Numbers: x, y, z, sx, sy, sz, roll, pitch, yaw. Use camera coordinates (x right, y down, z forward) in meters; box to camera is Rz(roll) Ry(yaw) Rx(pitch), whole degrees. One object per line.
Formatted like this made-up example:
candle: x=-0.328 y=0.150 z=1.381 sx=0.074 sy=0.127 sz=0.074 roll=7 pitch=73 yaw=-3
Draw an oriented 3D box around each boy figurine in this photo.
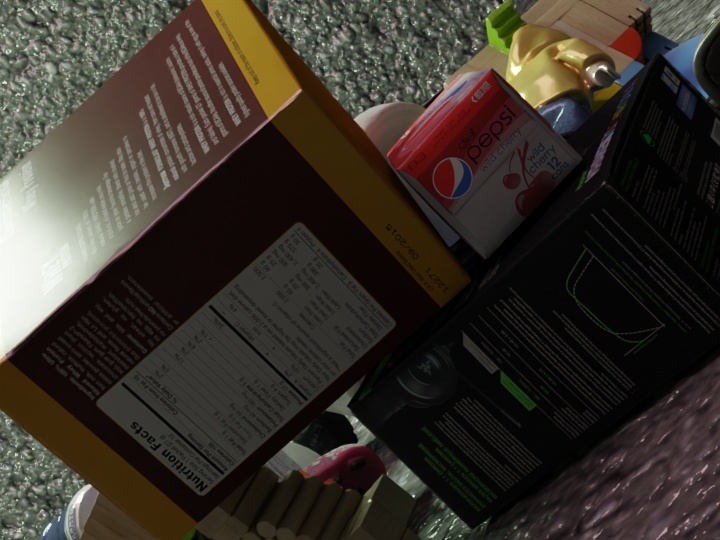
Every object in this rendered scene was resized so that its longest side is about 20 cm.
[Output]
boy figurine: x=0.120 y=-0.098 z=0.991 sx=0.124 sy=0.064 sz=0.201 roll=-46 pitch=19 yaw=25

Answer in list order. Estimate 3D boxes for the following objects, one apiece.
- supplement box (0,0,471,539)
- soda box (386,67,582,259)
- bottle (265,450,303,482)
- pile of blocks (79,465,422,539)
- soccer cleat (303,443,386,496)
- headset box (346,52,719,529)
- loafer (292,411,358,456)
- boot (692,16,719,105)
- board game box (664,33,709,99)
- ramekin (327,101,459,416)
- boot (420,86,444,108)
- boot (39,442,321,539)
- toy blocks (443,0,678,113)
supplement box: x=-0.084 y=-0.013 z=0.772 sx=0.200 sy=0.133 sz=0.198 roll=-41 pitch=29 yaw=6
soda box: x=0.059 y=-0.060 z=0.798 sx=0.070 sy=0.063 sz=0.200 roll=-46 pitch=5 yaw=4
bottle: x=-0.093 y=0.116 z=0.951 sx=0.065 sy=0.200 sz=0.083 roll=-48 pitch=5 yaw=-16
pile of blocks: x=-0.051 y=0.139 z=0.816 sx=0.062 sy=0.197 sz=0.083 roll=-56 pitch=-30 yaw=-56
soccer cleat: x=-0.061 y=0.175 z=0.876 sx=0.086 sy=0.070 sz=0.201 roll=4 pitch=45 yaw=42
headset box: x=0.101 y=0.012 z=0.775 sx=0.200 sy=0.093 sz=0.174 roll=-44 pitch=7 yaw=33
loafer: x=-0.085 y=0.171 z=1.152 sx=0.200 sy=0.068 sz=0.070 roll=-40 pitch=-1 yaw=30
boot: x=0.275 y=-0.175 z=0.839 sx=0.200 sy=0.073 sz=0.151 roll=-40 pitch=10 yaw=27
board game box: x=0.180 y=-0.064 z=0.979 sx=0.201 sy=0.039 sz=0.158 roll=-54 pitch=12 yaw=-9
ramekin: x=0.000 y=0.000 z=0.967 sx=0.093 sy=0.204 sz=0.203 roll=-4 pitch=32 yaw=32
boot: x=0.121 y=-0.113 z=1.222 sx=0.200 sy=0.132 sz=0.070 roll=-45 pitch=5 yaw=14
boot: x=-0.116 y=0.163 z=1.026 sx=0.198 sy=0.074 sz=0.090 roll=-1 pitch=-19 yaw=-31
toy blocks: x=0.163 y=-0.136 z=1.118 sx=0.200 sy=0.136 sz=0.100 roll=-42 pitch=-35 yaw=-18
